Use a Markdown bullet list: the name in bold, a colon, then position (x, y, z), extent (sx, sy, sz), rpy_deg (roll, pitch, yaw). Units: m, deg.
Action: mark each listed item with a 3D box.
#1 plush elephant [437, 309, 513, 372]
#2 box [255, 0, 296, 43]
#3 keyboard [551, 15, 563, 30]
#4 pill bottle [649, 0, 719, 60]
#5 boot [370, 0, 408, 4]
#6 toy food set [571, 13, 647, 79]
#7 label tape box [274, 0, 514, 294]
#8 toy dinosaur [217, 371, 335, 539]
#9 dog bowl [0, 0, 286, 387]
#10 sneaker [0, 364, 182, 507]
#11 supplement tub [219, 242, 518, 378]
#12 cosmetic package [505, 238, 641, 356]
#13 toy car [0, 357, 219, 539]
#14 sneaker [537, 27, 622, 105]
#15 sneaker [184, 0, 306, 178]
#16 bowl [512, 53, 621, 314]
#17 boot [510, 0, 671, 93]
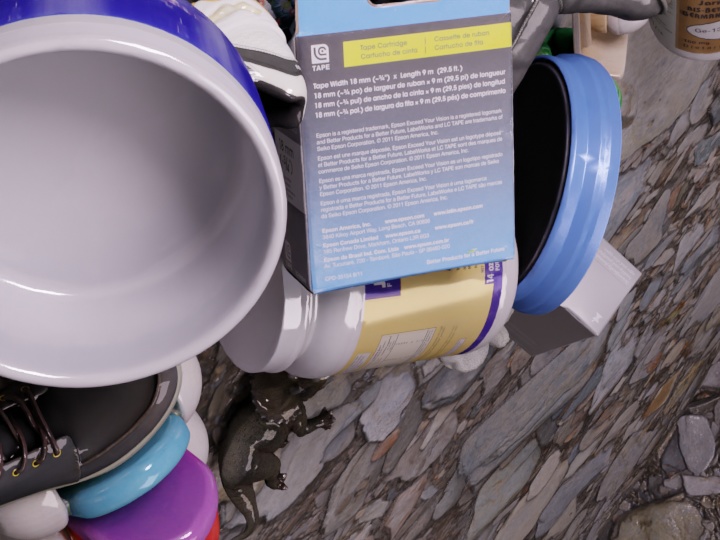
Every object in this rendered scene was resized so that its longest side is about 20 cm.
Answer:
- **plush elephant**: position (0.080, 0.011, 1.166), extent (0.165, 0.154, 0.200), rpy_deg (-47, 156, -11)
- **box**: position (-0.001, -0.220, 0.784), extent (0.198, 0.040, 0.137), rpy_deg (-31, 153, -7)
- **keyboard**: position (0.160, -0.212, 1.197), extent (0.056, 0.011, 0.201), rpy_deg (-33, 150, -28)
- **pill bottle**: position (0.328, -0.297, 1.253), extent (0.115, 0.114, 0.200), rpy_deg (-48, 156, -10)
- **boot**: position (0.067, -0.226, 0.950), extent (0.199, 0.065, 0.167), rpy_deg (15, 98, -54)
- **toy food set**: position (0.202, -0.266, 1.048), extent (0.201, 0.059, 0.146), rpy_deg (69, 28, -63)
- **label tape box**: position (0.021, -0.099, 0.834), extent (0.142, 0.063, 0.203), rpy_deg (-9, 110, -18)
- **toy dinosaur**: position (-0.088, 0.148, 1.177), extent (0.102, 0.077, 0.201), rpy_deg (14, 116, -52)
- **dog bowl**: position (-0.139, -0.043, 0.664), extent (0.197, 0.079, 0.202), rpy_deg (-7, 127, -9)
- **sneaker**: position (-0.201, 0.101, 0.785), extent (0.198, 0.076, 0.106), rpy_deg (-30, 174, 3)
- **supplement tub**: position (0.000, 0.000, 0.974), extent (0.198, 0.146, 0.147), rpy_deg (-7, 133, -33)
- **cosmetic package**: position (0.189, 0.016, 1.345), extent (0.090, 0.107, 0.200), rpy_deg (-50, -176, -17)
- **toy car**: position (-0.163, 0.152, 0.922), extent (0.175, 0.149, 0.201), rpy_deg (-38, 153, -28)
- **sneaker**: position (0.193, -0.171, 1.204), extent (0.199, 0.074, 0.084), rpy_deg (-3, 133, -55)
- **sneaker**: position (-0.121, -0.079, 0.733), extent (0.198, 0.088, 0.076), rpy_deg (-30, 154, -11)
- **bowl**: position (0.135, -0.069, 1.023), extent (0.039, 0.202, 0.202), rpy_deg (10, 124, -17)
- **boot**: position (0.109, -0.146, 0.920), extent (0.180, 0.072, 0.202), rpy_deg (23, 92, -28)
